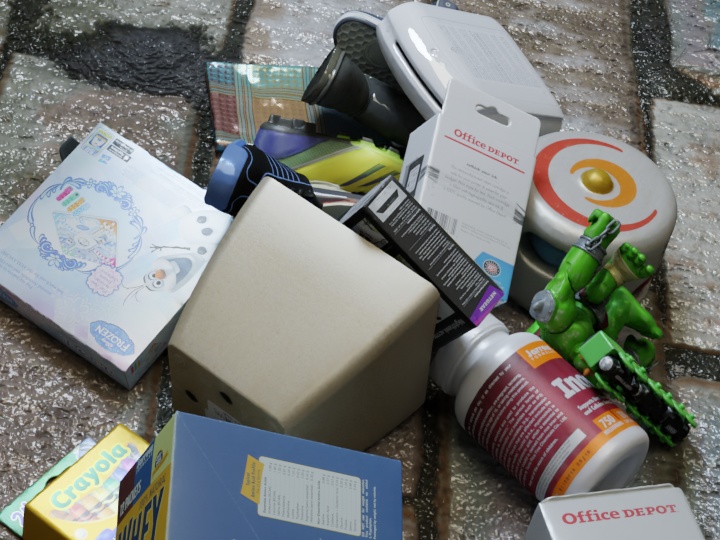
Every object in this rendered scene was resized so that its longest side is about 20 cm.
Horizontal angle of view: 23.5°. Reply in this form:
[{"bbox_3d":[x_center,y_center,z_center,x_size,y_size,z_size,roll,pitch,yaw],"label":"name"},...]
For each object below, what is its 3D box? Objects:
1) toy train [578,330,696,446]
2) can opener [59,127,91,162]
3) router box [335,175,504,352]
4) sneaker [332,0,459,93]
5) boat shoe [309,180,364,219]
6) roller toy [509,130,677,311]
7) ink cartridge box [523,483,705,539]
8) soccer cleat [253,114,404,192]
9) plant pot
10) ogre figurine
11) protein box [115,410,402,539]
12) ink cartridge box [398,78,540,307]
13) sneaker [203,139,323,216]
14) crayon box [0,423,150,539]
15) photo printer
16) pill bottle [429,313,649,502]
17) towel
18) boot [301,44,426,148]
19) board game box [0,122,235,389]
[{"bbox_3d":[0.261,0.111,1.624,0.042,0.200,0.057,-40,53,9],"label":"toy train"},{"bbox_3d":[-0.228,-0.074,1.759,0.066,0.053,0.200,-45,62,-4],"label":"can opener"},{"bbox_3d":[0.024,0.012,1.594,0.149,0.200,0.051,46,60,-5],"label":"router box"},{"bbox_3d":[0.050,-0.263,1.953,0.201,0.077,0.147,31,41,-30],"label":"sneaker"},{"bbox_3d":[-0.043,-0.062,1.777,0.198,0.072,0.063,4,42,-5],"label":"boat shoe"},{"bbox_3d":[0.230,-0.049,1.781,0.198,0.140,0.183,-5,48,-20],"label":"roller toy"},{"bbox_3d":[0.238,0.294,1.487,0.144,0.084,0.201,-3,48,-18],"label":"ink cartridge box"},{"bbox_3d":[-0.024,-0.106,1.835,0.198,0.085,0.065,13,6,-23],"label":"soccer cleat"},{"bbox_3d":[-0.065,0.077,1.553,0.199,0.201,0.177,33,59,18],"label":"plant pot"},{"bbox_3d":[0.224,0.050,1.670,0.120,0.201,0.098,-39,62,-18],"label":"ogre figurine"},{"bbox_3d":[-0.082,0.244,1.359,0.198,0.135,0.200,14,54,-21],"label":"protein box"},{"bbox_3d":[0.098,-0.071,1.683,0.115,0.067,0.202,23,65,-19],"label":"ink cartridge box"},{"bbox_3d":[-0.087,-0.076,1.635,0.077,0.071,0.200,25,7,9],"label":"sneaker"},{"bbox_3d":[-0.197,0.216,1.472,0.199,0.052,0.126,33,47,18],"label":"crayon box"},{"bbox_3d":[0.111,-0.204,1.832,0.199,0.069,0.167,-1,52,-53],"label":"photo printer"},{"bbox_3d":[0.161,0.132,1.604,0.113,0.114,0.200,-29,59,-35],"label":"pill bottle"},{"bbox_3d":[-0.069,-0.179,1.915,0.198,0.022,0.148,1,45,-14],"label":"towel"},{"bbox_3d":[0.040,-0.158,1.829,0.199,0.073,0.182,37,14,-2],"label":"boot"},{"bbox_3d":[-0.237,-0.017,1.659,0.199,0.044,0.199,33,64,17],"label":"board game box"}]
